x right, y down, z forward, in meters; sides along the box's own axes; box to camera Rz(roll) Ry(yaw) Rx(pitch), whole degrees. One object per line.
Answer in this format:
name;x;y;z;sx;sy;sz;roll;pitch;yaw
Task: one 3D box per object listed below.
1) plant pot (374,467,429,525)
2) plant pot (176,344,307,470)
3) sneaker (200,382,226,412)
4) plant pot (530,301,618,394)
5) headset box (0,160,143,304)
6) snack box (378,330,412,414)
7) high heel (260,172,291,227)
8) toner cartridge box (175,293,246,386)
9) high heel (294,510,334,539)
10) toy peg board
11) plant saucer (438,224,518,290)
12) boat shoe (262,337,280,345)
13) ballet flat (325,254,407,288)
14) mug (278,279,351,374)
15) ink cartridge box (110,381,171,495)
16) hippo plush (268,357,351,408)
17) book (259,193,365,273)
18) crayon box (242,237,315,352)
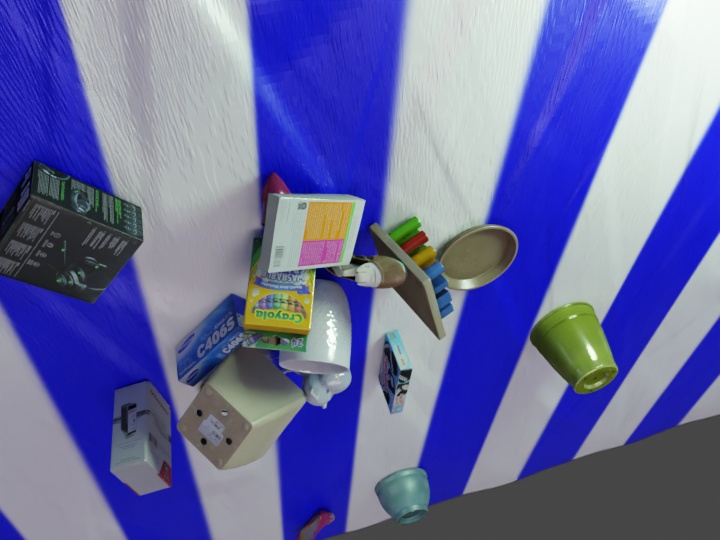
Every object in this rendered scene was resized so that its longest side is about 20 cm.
plant pot;0.164;0.813;2.162;0.198;0.135;0.202;-12;137;-11
plant pot;-0.269;0.303;1.307;0.201;0.199;0.177;-52;171;16
sneaker;-0.293;0.303;1.478;0.198;0.072;0.083;8;130;-30
plant pot;0.604;0.227;1.686;0.198;0.194;0.202;-12;138;-11
headset box;-0.479;-0.053;1.006;0.199;0.093;0.174;25;121;-40
snack box;0.087;0.264;1.563;0.037;0.117;0.201;-8;137;-14
high heel;-0.116;-0.108;1.145;0.067;0.097;0.200;3;169;24
toner cartridge box;-0.313;0.148;1.289;0.200;0.096;0.043;-41;134;20
high heel;-0.186;0.935;2.186;0.199;0.068;0.096;-38;146;10
toy peg board;0.128;0.001;1.258;0.097;0.199;0.201;-34;140;-9
plant saucer;0.264;-0.032;1.393;0.198;0.030;0.201;-13;138;-11
boat shoe;-0.193;0.093;1.306;0.062;0.074;0.202;18;138;3
ballet flat;0.000;0.000;1.202;0.072;0.199;0.069;-15;112;-40
mug;-0.104;0.107;1.252;0.146;0.178;0.199;-9;157;33
ink cartridge box;-0.491;0.377;1.376;0.082;0.201;0.148;-15;138;-2
hippo plush;-0.109;0.219;1.390;0.198;0.162;0.160;-28;140;2
book;-0.086;-0.069;1.103;0.199;0.048;0.135;-6;112;-46
crayon box;-0.151;0.046;1.151;0.124;0.203;0.052;6;162;-9
